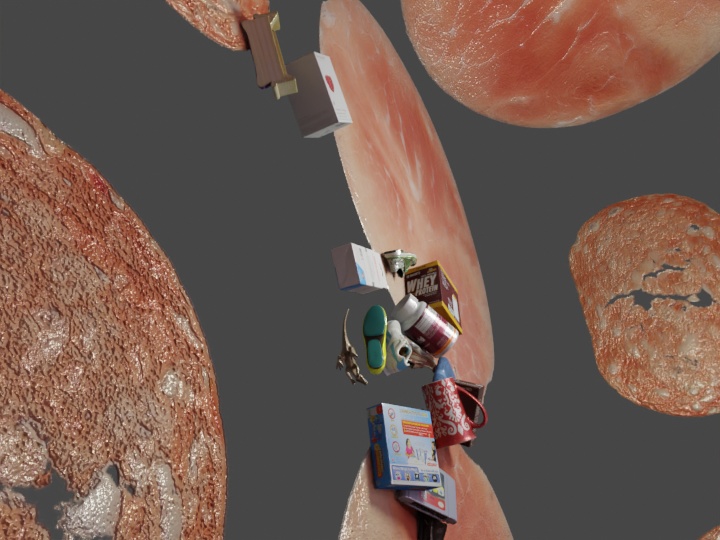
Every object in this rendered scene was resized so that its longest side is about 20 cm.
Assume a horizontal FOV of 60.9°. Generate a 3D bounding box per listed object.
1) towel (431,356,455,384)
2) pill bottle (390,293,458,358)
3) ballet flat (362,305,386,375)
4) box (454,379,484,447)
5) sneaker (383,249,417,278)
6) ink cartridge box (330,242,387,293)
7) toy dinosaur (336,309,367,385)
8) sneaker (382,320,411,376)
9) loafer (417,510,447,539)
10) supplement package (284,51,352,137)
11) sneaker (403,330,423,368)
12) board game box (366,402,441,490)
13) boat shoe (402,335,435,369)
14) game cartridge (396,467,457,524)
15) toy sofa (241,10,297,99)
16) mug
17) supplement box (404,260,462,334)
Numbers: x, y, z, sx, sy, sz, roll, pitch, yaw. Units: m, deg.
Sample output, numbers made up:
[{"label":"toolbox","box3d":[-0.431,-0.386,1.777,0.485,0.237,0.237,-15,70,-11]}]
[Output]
[{"label":"towel","box3d":[0.285,0.393,2.137,0.112,0.048,0.200,68,22,-16]},{"label":"pill bottle","box3d":[0.198,0.172,1.921,0.200,0.114,0.114,41,27,-6]},{"label":"ballet flat","box3d":[0.040,0.194,1.675,0.067,0.066,0.201,80,9,-55]},{"label":"box","box3d":[0.341,0.472,2.033,0.075,0.100,0.201,13,87,-65]},{"label":"sneaker","box3d":[0.135,-0.016,2.085,0.200,0.077,0.089,12,75,-61]},{"label":"ink cartridge box","box3d":[0.000,0.000,1.706,0.200,0.066,0.116,16,58,-65]},{"label":"toy dinosaur","box3d":[-0.031,0.204,1.503,0.101,0.058,0.201,-84,160,-77]},{"label":"sneaker","box3d":[0.108,0.220,1.783,0.077,0.080,0.200,56,24,-32]},{"label":"loafer","box3d":[0.195,0.690,1.628,0.073,0.071,0.201,44,34,-51]},{"label":"supplement package","box3d":[-0.124,-0.489,1.719,0.201,0.119,0.121,70,22,-5]},{"label":"sneaker","box3d":[0.192,0.219,2.001,0.201,0.075,0.070,71,20,-2]},{"label":"board game box","box3d":[0.111,0.450,1.556,0.200,0.056,0.197,22,51,-42]},{"label":"boat shoe","box3d":[0.166,0.269,1.912,0.076,0.072,0.200,33,-4,45]},{"label":"game cartridge","box3d":[0.179,0.577,1.630,0.200,0.041,0.133,33,34,-24]},{"label":"toy sofa","box3d":[-0.233,-0.549,1.571,0.083,0.097,0.201,108,-33,-83]},{"label":"mug","box3d":[0.294,0.449,1.964,0.133,0.177,0.201,122,-47,-68]},{"label":"supplement box","box3d":[0.258,0.112,2.178,0.197,0.132,0.201,51,29,-43]}]
